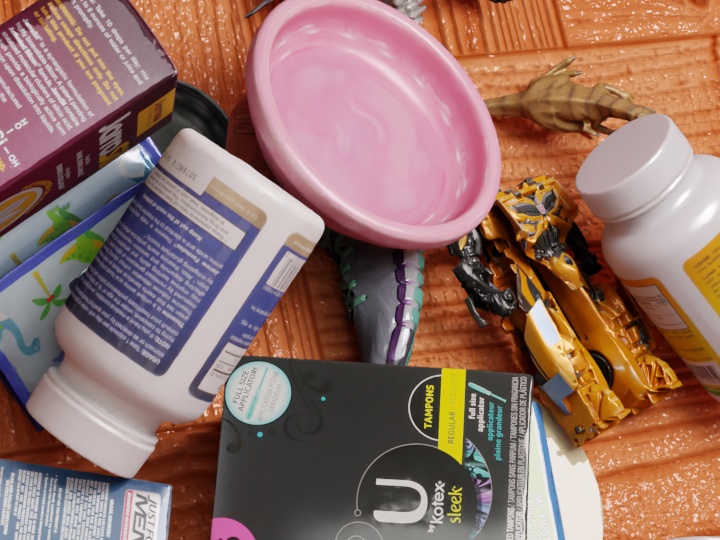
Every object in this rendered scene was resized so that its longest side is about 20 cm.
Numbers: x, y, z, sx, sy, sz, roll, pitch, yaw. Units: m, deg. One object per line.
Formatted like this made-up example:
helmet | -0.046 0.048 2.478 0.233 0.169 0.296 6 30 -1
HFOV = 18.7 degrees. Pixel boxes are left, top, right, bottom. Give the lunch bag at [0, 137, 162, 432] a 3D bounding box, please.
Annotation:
lunch bag | -0.200 -0.022 1.431 0.170 0.127 0.201 -35 94 -12

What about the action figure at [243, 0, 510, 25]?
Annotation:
action figure | 0.014 -0.225 1.594 0.199 0.102 0.120 -13 87 -24

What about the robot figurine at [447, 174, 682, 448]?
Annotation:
robot figurine | 0.141 0.018 1.553 0.145 0.058 0.201 -22 80 -48

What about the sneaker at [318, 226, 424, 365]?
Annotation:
sneaker | 0.000 0.000 1.531 0.087 0.075 0.201 10 57 -4

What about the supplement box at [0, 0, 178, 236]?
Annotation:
supplement box | -0.214 -0.084 1.321 0.199 0.110 0.086 -35 84 -12

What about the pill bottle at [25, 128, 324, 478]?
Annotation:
pill bottle | -0.119 0.023 1.355 0.111 0.111 0.201 34 92 -4

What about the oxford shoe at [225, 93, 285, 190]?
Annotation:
oxford shoe | -0.059 -0.070 1.526 0.070 0.074 0.200 7 41 21

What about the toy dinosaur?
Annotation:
toy dinosaur | 0.134 -0.124 1.609 0.198 0.106 0.061 0 99 22

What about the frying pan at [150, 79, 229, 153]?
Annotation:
frying pan | -0.115 -0.051 1.525 0.115 0.031 0.190 -41 90 -24

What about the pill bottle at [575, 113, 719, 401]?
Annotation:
pill bottle | 0.241 -0.010 1.548 0.200 0.111 0.111 50 62 -22

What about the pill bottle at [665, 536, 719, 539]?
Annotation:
pill bottle | 0.232 0.287 1.467 0.119 0.120 0.202 7 68 -16

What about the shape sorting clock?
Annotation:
shape sorting clock | 0.070 0.166 1.502 0.198 0.039 0.202 2 67 -5

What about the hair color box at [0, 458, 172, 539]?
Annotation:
hair color box | -0.226 0.160 1.373 0.198 0.100 0.061 11 66 -15

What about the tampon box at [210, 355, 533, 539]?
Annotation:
tampon box | 0.007 0.148 1.412 0.198 0.126 0.151 3 68 1

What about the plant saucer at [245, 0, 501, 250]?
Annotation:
plant saucer | 0.003 -0.096 1.486 0.199 0.051 0.202 21 49 -25
